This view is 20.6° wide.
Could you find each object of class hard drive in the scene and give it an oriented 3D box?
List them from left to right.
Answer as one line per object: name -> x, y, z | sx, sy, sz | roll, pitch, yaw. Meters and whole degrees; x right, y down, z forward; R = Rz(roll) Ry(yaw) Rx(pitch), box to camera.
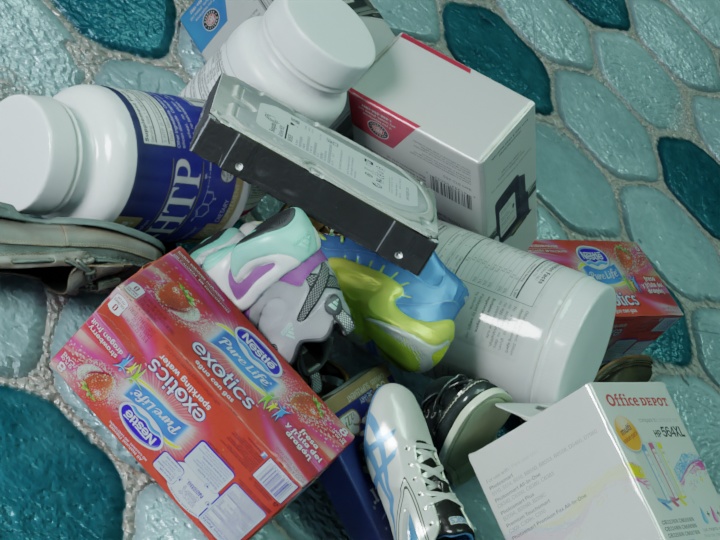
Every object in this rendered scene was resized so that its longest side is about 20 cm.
hard drive -> -0.033, -0.078, 1.532 | 0.200, 0.038, 0.140 | 28, 17, -8

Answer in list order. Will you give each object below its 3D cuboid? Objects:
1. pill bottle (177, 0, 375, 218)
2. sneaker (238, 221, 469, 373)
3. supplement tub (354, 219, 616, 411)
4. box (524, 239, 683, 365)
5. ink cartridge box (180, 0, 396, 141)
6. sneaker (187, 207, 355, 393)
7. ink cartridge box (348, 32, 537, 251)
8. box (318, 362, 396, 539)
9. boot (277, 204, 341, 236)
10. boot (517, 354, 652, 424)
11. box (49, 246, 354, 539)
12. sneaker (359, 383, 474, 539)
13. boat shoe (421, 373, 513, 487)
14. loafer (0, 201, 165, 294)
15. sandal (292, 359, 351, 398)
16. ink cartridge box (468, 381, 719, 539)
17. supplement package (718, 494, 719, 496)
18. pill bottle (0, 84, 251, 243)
pill bottle -> -0.084, -0.142, 1.674 | 0.113, 0.200, 0.113 | 30, 35, -24
sneaker -> 0.000, 0.000, 1.613 | 0.200, 0.076, 0.105 | 33, 63, 14
supplement tub -> 0.101, 0.039, 1.679 | 0.200, 0.132, 0.132 | 22, 26, 19
box -> 0.200, 0.037, 1.894 | 0.200, 0.103, 0.095 | 0, 52, -48
ink cartridge box -> -0.055, -0.202, 1.829 | 0.084, 0.145, 0.200 | -7, 59, -52
sneaker -> -0.074, 0.037, 1.521 | 0.078, 0.200, 0.140 | -36, 101, -28
ink cartridge box -> 0.075, -0.091, 1.745 | 0.145, 0.200, 0.084 | 31, 64, 24
box -> 0.027, 0.181, 1.545 | 0.121, 0.032, 0.200 | -30, 95, -58
boot -> -0.046, -0.024, 1.704 | 0.074, 0.075, 0.200 | 42, 35, -15
boot -> 0.223, 0.142, 1.844 | 0.200, 0.075, 0.097 | -16, 78, -47
box -> -0.116, 0.095, 1.461 | 0.200, 0.100, 0.095 | 47, 31, 3
sneaker -> 0.051, 0.176, 1.486 | 0.072, 0.072, 0.200 | 14, 56, -48
boat shoe -> 0.079, 0.118, 1.613 | 0.066, 0.074, 0.199 | 51, -6, 17
loafer -> -0.239, -0.006, 1.483 | 0.200, 0.072, 0.063 | 12, 64, -32
sandal -> -0.041, 0.093, 1.593 | 0.200, 0.055, 0.082 | 34, 34, -18
ink cartridge box -> 0.189, 0.178, 1.524 | 0.128, 0.125, 0.200 | 5, 57, -55
supplement package -> 0.311, 0.290, 1.716 | 0.200, 0.117, 0.117 | 38, 32, -11
pill bottle -> -0.193, -0.084, 1.558 | 0.200, 0.120, 0.120 | 3, 51, -47
